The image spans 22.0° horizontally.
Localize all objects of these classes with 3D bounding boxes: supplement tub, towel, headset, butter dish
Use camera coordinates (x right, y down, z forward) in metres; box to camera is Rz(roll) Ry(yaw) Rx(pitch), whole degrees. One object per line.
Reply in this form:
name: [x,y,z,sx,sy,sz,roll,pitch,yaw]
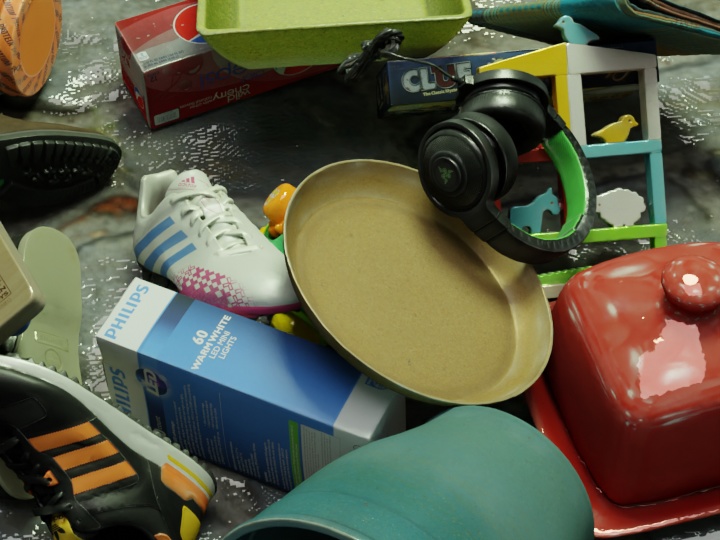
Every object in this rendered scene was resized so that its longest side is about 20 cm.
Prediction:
supplement tub: [-0.346,-0.203,1.467,0.199,0.123,0.123,13,51,11]
towel: [0.191,-0.185,1.395,0.146,0.022,0.200,10,-1,-31]
headset: [0.075,-0.087,1.274,0.200,0.094,0.124,46,46,-13]
butter dish: [0.213,0.050,1.224,0.199,0.148,0.200,-11,51,-9]

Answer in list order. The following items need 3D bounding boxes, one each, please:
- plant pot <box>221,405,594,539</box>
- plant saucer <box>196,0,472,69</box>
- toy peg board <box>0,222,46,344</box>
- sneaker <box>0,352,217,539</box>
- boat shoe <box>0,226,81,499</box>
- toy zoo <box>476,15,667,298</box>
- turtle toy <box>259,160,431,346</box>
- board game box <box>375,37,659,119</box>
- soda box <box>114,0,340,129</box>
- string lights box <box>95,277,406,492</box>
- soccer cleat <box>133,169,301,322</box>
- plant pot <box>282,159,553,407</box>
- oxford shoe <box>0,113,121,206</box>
plant pot: [0.040,0.181,1.094,0.199,0.201,0.188,27,41,22]
plant saucer: [-0.023,-0.209,1.408,0.198,0.048,0.200,-3,33,-2]
toy peg board: [-0.316,0.022,1.261,0.200,0.098,0.200,-38,62,5]
sneaker: [-0.185,0.128,1.165,0.199,0.070,0.090,33,56,-22]
boat shoe: [-0.235,0.068,1.276,0.063,0.074,0.203,-24,53,33]
toy zoo: [0.153,-0.082,1.336,0.130,0.020,0.202,-5,92,-3]
turtle toy: [0.000,0.000,1.299,0.145,0.101,0.201,-16,53,-12]
board game box: [0.114,-0.145,1.410,0.198,0.135,0.035,-5,91,-4]
soda box: [-0.092,-0.185,1.486,0.199,0.064,0.070,-19,50,-16]
string lights box: [-0.071,0.087,1.226,0.199,0.103,0.059,20,54,17]
soccer cleat: [-0.105,-0.021,1.280,0.069,0.087,0.200,-11,17,-32]
plant pot: [0.034,0.012,1.210,0.199,0.028,0.201,20,42,-19]
oxford shoe: [-0.274,-0.097,1.377,0.199,0.073,0.085,0,44,-33]
